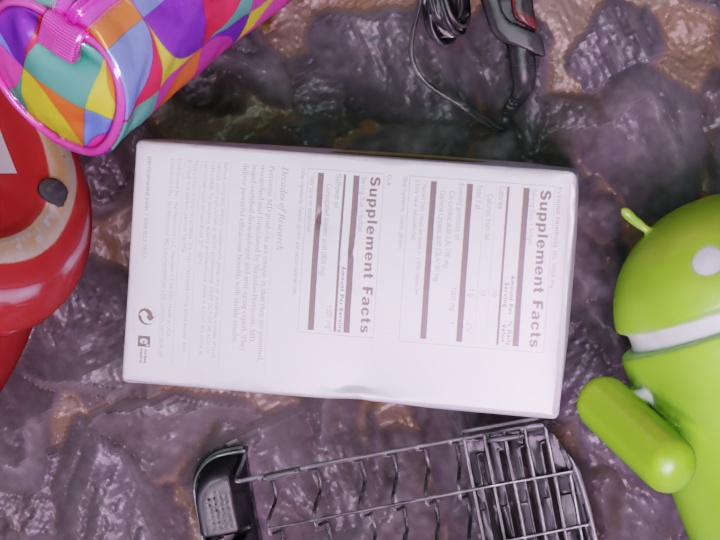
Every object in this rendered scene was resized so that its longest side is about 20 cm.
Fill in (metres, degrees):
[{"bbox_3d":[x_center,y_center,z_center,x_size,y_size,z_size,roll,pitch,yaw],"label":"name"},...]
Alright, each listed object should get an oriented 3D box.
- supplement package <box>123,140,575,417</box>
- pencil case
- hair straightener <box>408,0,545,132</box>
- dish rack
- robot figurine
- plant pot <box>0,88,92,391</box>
[{"bbox_3d":[0.000,0.000,0.928,0.198,0.114,0.111,4,94,6],"label":"supplement package"},{"bbox_3d":[-0.082,-0.136,0.906,0.088,0.089,0.200,39,53,4],"label":"pencil case"},{"bbox_3d":[0.044,-0.166,0.964,0.076,0.041,0.202,-8,96,8],"label":"hair straightener"},{"bbox_3d":[0.020,0.153,0.972,0.198,0.055,0.155,-11,93,6],"label":"dish rack"},{"bbox_3d":[0.187,0.054,0.912,0.174,0.116,0.202,-20,91,-15],"label":"robot figurine"},{"bbox_3d":[-0.233,-0.007,0.893,0.182,0.200,0.201,-39,87,35],"label":"plant pot"}]
